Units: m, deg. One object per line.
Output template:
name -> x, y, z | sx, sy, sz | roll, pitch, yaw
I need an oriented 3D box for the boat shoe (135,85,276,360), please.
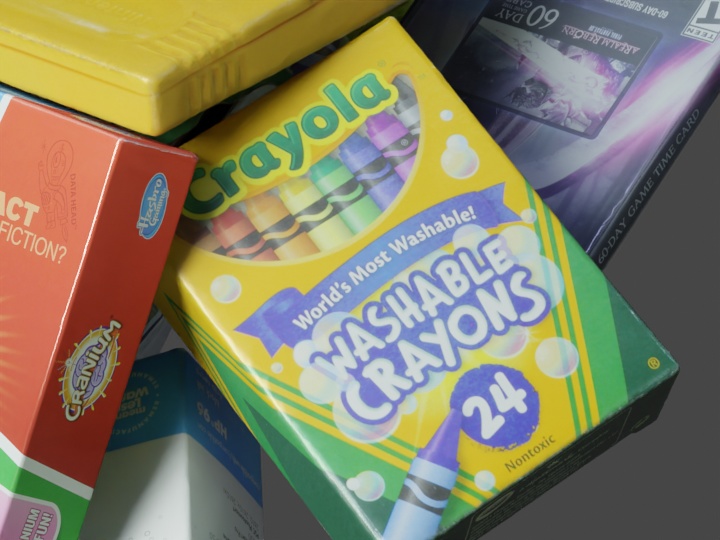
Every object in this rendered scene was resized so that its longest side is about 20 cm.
boat shoe -> -0.099, -0.009, 1.126 | 0.072, 0.062, 0.200 | 31, 76, 39

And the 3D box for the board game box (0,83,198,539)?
board game box -> -0.150, 0.032, 0.997 | 0.153, 0.040, 0.200 | 21, 96, 38

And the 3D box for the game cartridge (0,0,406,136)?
game cartridge -> -0.070, -0.121, 1.052 | 0.176, 0.032, 0.200 | 21, 37, 35

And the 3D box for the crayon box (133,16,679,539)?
crayon box -> 0.000, 0.000, 1.004 | 0.126, 0.052, 0.200 | -33, 72, -18

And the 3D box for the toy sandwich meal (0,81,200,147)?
toy sandwich meal -> -0.137, -0.072, 1.124 | 0.205, 0.070, 0.205 | -9, 47, 10

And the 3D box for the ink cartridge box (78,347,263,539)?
ink cartridge box -> -0.097, 0.139, 1.018 | 0.116, 0.068, 0.200 | -18, 52, 18

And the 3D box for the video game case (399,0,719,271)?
video game case -> 0.054, -0.052, 1.106 | 0.143, 0.019, 0.200 | 22, 69, 37
